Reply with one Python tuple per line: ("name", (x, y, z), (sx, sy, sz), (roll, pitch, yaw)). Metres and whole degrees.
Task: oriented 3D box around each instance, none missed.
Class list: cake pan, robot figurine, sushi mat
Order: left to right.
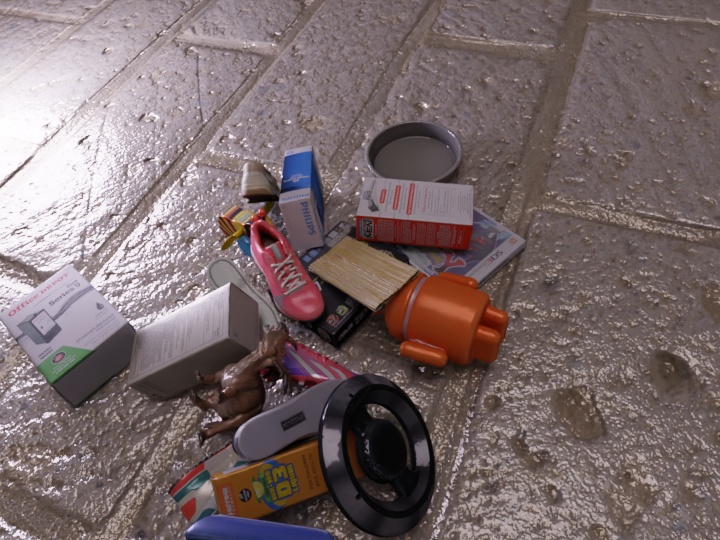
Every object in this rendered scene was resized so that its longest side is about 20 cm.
("sushi mat", (0.000, 0.000, 0.890), (0.095, 0.012, 0.199), (-37, 37, -19))
("cake pan", (0.110, -0.232, 1.144), (0.198, 0.037, 0.202), (-4, 51, 5))
("robot figurine", (0.123, 0.071, 0.855), (0.198, 0.116, 0.145), (18, 91, 21))

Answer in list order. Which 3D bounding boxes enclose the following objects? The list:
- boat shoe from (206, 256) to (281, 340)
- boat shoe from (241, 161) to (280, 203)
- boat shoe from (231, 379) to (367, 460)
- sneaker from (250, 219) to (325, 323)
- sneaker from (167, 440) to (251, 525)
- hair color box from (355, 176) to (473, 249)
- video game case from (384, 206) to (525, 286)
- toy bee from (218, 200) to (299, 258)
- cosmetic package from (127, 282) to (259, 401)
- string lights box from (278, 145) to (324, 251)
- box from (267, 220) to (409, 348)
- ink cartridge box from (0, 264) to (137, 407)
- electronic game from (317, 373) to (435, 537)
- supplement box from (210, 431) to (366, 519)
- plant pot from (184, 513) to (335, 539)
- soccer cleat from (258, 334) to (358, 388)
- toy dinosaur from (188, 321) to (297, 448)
("boat shoe", (-0.186, 0.066, 0.930), (0.075, 0.060, 0.201), (-29, 74, -11))
("boat shoe", (-0.187, -0.163, 1.041), (0.071, 0.200, 0.066), (-6, 93, -2))
("boat shoe", (-0.083, 0.200, 0.758), (0.198, 0.057, 0.069), (-14, 80, -31))
("sneaker", (-0.128, 0.000, 0.892), (0.073, 0.087, 0.201), (-31, 63, -14))
("sneaker", (-0.157, 0.279, 0.771), (0.199, 0.070, 0.094), (-31, 79, -25))
("hair color box", (0.097, -0.103, 0.985), (0.198, 0.064, 0.112), (7, 46, 6))
("video game case", (0.163, -0.051, 1.004), (0.182, 0.023, 0.200), (-37, 56, -20))
("toy bee", (-0.188, -0.082, 1.021), (0.198, 0.109, 0.132), (10, 52, 15))
("cosmetic package", (-0.255, 0.112, 0.853), (0.199, 0.073, 0.104), (-24, 49, 19))
("string lights box", (-0.105, -0.138, 1.027), (0.058, 0.104, 0.201), (-10, 37, 4))
("box", (-0.035, 0.017, 0.960), (0.160, 0.049, 0.200), (30, 60, 31))
("ink cartridge box", (-0.481, 0.103, 0.928), (0.199, 0.084, 0.146), (32, 62, 29))
("electronic game", (0.026, 0.232, 0.716), (0.041, 0.199, 0.202), (-31, 38, 40))
("supplement box", (-0.089, 0.266, 0.722), (0.198, 0.069, 0.067), (-15, 79, -19))
("plant pot", (-0.106, 0.382, 0.593), (0.198, 0.201, 0.181), (3, 46, 10))
("soccer cleat", (-0.087, 0.141, 0.846), (0.198, 0.067, 0.077), (9, 67, 9))
("toy dinosaur", (-0.162, 0.178, 0.790), (0.134, 0.201, 0.086), (-2, 40, -35))
